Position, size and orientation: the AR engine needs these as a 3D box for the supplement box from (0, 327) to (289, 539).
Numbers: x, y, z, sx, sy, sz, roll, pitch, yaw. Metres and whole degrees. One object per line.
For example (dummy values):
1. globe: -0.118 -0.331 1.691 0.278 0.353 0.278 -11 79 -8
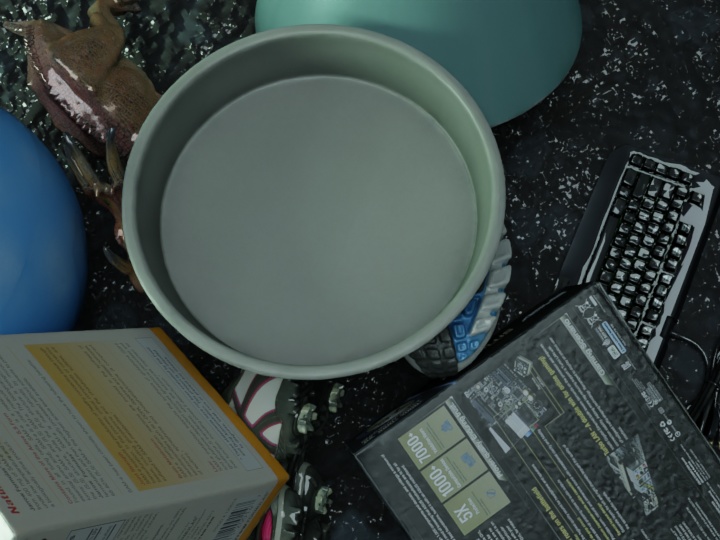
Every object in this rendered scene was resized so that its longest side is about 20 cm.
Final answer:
1. supplement box: -0.148 0.098 0.738 0.126 0.200 0.074 46 114 26

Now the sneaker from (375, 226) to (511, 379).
1. sneaker: 0.043 -0.015 0.847 0.074 0.087 0.201 0 51 -2

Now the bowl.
1. bowl: 0.034 -0.185 0.859 0.199 0.105 0.202 -1 53 1

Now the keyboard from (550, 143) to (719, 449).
1. keyboard: 0.177 0.032 0.889 0.126 0.021 0.201 22 80 6

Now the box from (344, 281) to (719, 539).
1. box: 0.114 0.133 0.815 0.163 0.086 0.200 -36 90 -5

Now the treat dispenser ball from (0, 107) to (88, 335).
1. treat dispenser ball: -0.251 -0.004 0.812 0.200 0.201 0.202 0 77 1

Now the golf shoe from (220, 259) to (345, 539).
1. golf shoe: -0.058 0.083 0.830 0.088 0.077 0.201 12 101 20

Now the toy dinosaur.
1. toy dinosaur: -0.149 -0.093 0.855 0.200 0.086 0.135 42 40 7

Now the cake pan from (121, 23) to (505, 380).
1. cake pan: -0.024 -0.034 0.775 0.199 0.037 0.201 -1 68 2
